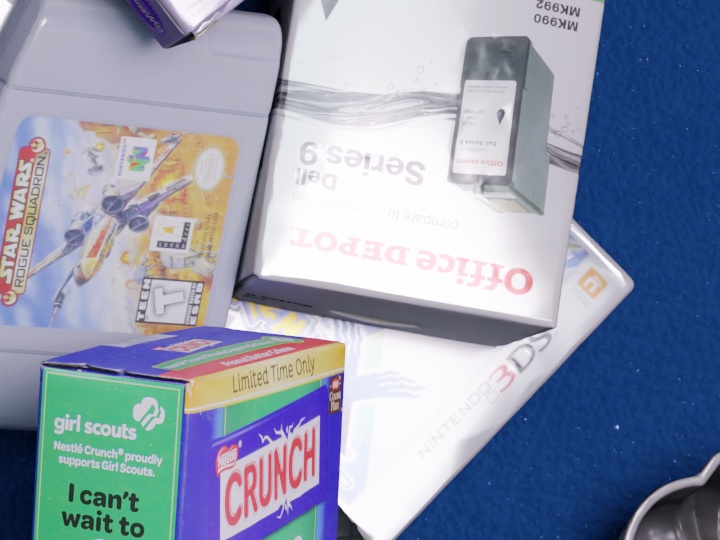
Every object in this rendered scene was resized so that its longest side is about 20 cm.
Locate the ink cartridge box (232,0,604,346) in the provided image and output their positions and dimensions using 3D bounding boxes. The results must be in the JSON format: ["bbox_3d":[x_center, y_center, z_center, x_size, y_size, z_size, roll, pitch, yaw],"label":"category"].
[{"bbox_3d":[0.028,-0.076,1.308,0.146,0.084,0.200,9,82,-10],"label":"ink cartridge box"}]

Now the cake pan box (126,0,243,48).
[{"bbox_3d":[-0.059,-0.224,1.191,0.200,0.052,0.184,-42,100,-15],"label":"cake pan box"}]

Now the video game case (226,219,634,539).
[{"bbox_3d":[0.000,0.000,1.348,0.200,0.022,0.182,45,78,-3],"label":"video game case"}]

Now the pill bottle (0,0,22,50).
[{"bbox_3d":[-0.129,-0.179,1.292,0.119,0.120,0.200,31,78,-6],"label":"pill bottle"}]

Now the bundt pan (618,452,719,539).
[{"bbox_3d":[0.189,0.184,1.336,0.201,0.076,0.202,1,83,-10],"label":"bundt pan"}]

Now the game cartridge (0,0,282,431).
[{"bbox_3d":[-0.116,-0.023,1.259,0.133,0.042,0.200,3,107,-31],"label":"game cartridge"}]

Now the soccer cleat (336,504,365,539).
[{"bbox_3d":[0.002,0.165,1.315,0.081,0.067,0.200,-21,86,-34],"label":"soccer cleat"}]

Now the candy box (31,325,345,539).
[{"bbox_3d":[-0.072,0.130,1.200,0.077,0.169,0.200,4,96,22],"label":"candy box"}]
